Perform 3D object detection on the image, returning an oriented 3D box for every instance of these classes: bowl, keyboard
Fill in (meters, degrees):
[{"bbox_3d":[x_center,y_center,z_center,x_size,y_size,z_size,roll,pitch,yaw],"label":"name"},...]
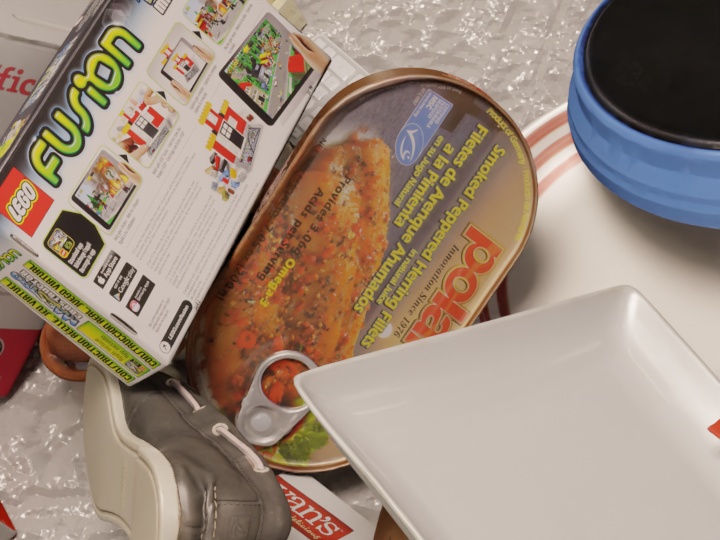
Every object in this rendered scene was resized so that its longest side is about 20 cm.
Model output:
[{"bbox_3d":[0.193,-0.096,0.951,0.200,0.039,0.201,-10,38,8],"label":"bowl"},{"bbox_3d":[0.018,-0.052,1.050,0.056,0.011,0.200,-42,57,-6],"label":"keyboard"}]

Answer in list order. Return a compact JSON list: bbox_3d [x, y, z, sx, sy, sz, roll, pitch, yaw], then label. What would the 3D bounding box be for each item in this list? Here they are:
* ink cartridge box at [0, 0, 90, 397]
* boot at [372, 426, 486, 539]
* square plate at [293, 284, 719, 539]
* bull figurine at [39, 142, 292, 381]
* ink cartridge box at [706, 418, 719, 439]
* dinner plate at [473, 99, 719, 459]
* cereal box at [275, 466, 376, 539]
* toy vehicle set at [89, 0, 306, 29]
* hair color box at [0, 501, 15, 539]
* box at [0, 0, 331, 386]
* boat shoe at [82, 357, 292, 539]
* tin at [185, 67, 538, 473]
[{"bbox_3d":[-0.202,-0.041,0.999,0.086,0.148,0.200,40,109,34],"label":"ink cartridge box"},{"bbox_3d":[0.077,0.144,0.868,0.146,0.070,0.200,26,34,-6],"label":"boot"},{"bbox_3d":[0.098,0.099,0.846,0.198,0.028,0.200,-14,52,-36],"label":"square plate"},{"bbox_3d":[-0.074,-0.016,1.031,0.121,0.065,0.200,28,76,27],"label":"bull figurine"},{"bbox_3d":[0.253,0.025,0.873,0.200,0.050,0.109,-37,55,-20],"label":"ink cartridge box"},{"bbox_3d":[0.139,-0.001,0.966,0.200,0.024,0.200,-7,62,13],"label":"dinner plate"},{"bbox_3d":[-0.051,0.165,0.872,0.144,0.040,0.200,34,39,31],"label":"cereal box"},{"bbox_3d":[-0.139,-0.092,1.120,0.124,0.027,0.200,32,77,31],"label":"toy vehicle set"},{"bbox_3d":[-0.280,0.144,0.992,0.200,0.111,0.064,-35,57,0],"label":"hair color box"},{"bbox_3d":[-0.095,-0.059,0.930,0.035,0.110,0.200,-29,27,47],"label":"box"},{"bbox_3d":[-0.081,0.085,0.903,0.057,0.200,0.067,3,102,-18],"label":"boat shoe"},{"bbox_3d":[0.000,0.000,0.946,0.112,0.042,0.200,33,101,-8],"label":"tin"}]
